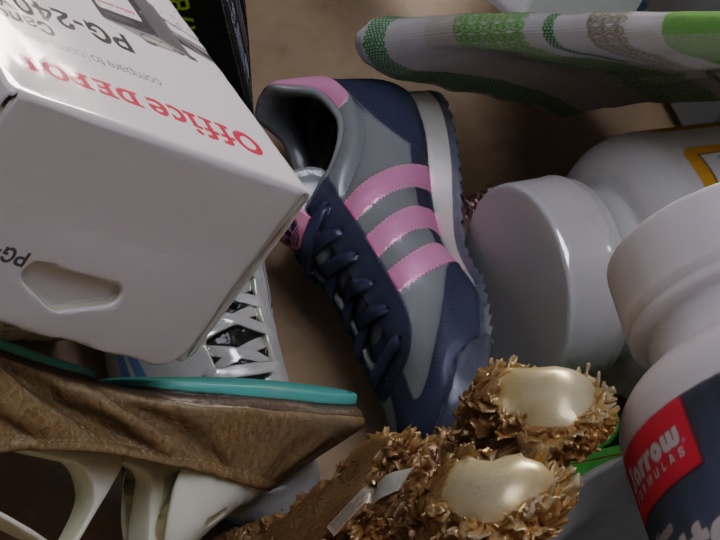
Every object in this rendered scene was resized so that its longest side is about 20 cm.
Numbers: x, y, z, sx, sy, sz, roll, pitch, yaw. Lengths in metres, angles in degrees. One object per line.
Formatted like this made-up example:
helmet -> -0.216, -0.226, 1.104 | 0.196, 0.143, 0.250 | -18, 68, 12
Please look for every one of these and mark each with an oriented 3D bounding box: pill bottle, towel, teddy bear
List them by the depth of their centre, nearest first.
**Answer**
pill bottle -> 0.153, 0.074, 0.949 | 0.120, 0.120, 0.200 | -4, 60, -24
teddy bear -> 0.012, 0.101, 0.976 | 0.067, 0.200, 0.145 | 45, 21, -16
towel -> 0.117, -0.082, 1.156 | 0.149, 0.200, 0.031 | 5, 89, -47
pill bottle -> 0.149, -0.005, 1.164 | 0.200, 0.113, 0.113 | -8, 56, -27

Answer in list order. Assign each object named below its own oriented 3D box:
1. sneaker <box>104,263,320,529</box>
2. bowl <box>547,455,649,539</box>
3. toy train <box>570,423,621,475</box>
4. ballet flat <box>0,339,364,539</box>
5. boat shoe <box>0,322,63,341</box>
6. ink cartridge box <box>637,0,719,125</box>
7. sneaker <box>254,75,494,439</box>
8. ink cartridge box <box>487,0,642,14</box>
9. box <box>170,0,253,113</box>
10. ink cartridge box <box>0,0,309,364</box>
sneaker -> -0.064, 0.011, 1.095 | 0.072, 0.072, 0.200 | -6, 57, -28
bowl -> 0.116, 0.169, 1.011 | 0.201, 0.090, 0.201 | 13, 60, -23
toy train -> 0.140, 0.068, 1.077 | 0.200, 0.042, 0.056 | -14, 57, 17
ballet flat -> -0.090, 0.064, 0.993 | 0.200, 0.068, 0.072 | 11, 84, -35
boat shoe -> -0.160, -0.062, 1.115 | 0.064, 0.071, 0.200 | -4, 56, -25
ink cartridge box -> 0.199, -0.177, 1.302 | 0.145, 0.145, 0.200 | -8, 57, -28
sneaker -> 0.000, 0.000, 1.131 | 0.082, 0.070, 0.200 | 11, 41, -21
ink cartridge box -> 0.059, -0.213, 1.239 | 0.200, 0.145, 0.084 | 41, 19, 31
box -> -0.084, -0.192, 1.168 | 0.047, 0.200, 0.193 | -10, 53, 2
ink cartridge box -> -0.128, -0.073, 0.979 | 0.145, 0.083, 0.200 | 17, 28, -48
